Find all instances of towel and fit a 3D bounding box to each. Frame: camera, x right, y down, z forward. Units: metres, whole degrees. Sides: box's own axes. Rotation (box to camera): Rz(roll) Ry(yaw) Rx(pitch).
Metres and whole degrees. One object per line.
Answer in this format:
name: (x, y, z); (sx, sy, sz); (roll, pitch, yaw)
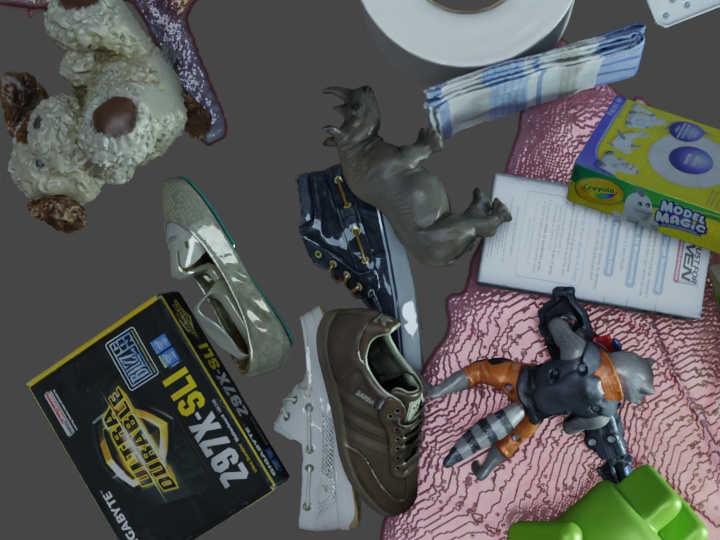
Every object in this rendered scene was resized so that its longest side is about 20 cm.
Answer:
towel: (0.150, -0.160, 1.557); (0.199, 0.147, 0.024); (-17, 81, 1)

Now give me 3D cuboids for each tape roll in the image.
tape roll: (0.094, -0.266, 1.571); (0.201, 0.139, 0.204); (0, 86, 4)

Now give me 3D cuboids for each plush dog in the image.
plush dog: (-0.242, -0.127, 1.602); (0.171, 0.160, 0.201); (-31, 57, 15)

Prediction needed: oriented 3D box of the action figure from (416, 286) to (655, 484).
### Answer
action figure: (0.171, 0.130, 1.548); (0.193, 0.105, 0.201); (-24, 103, 19)

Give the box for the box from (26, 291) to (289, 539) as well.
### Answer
box: (-0.180, 0.143, 1.590); (0.159, 0.049, 0.201); (-32, 85, 15)

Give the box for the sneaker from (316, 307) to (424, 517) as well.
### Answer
sneaker: (0.021, 0.127, 1.539); (0.075, 0.070, 0.201); (-2, 117, 37)

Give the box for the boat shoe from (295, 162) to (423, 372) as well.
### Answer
boat shoe: (0.000, 0.000, 1.599); (0.090, 0.071, 0.202); (-12, 79, 3)

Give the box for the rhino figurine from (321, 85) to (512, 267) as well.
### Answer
rhino figurine: (0.034, -0.087, 1.551); (0.087, 0.060, 0.200); (-42, 81, -5)

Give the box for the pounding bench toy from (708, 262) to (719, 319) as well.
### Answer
pounding bench toy: (0.408, 0.083, 1.536); (0.155, 0.124, 0.201); (-17, 116, 1)

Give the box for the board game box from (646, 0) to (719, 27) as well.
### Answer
board game box: (0.326, -0.345, 1.618); (0.199, 0.026, 0.201); (-21, 86, 2)

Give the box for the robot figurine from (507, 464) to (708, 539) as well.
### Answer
robot figurine: (0.203, 0.263, 1.541); (0.200, 0.116, 0.175); (-42, 117, 4)

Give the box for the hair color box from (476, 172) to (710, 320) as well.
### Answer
hair color box: (0.209, -0.020, 1.588); (0.199, 0.061, 0.100); (10, 87, 5)

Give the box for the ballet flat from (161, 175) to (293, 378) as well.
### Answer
ballet flat: (-0.133, 0.006, 1.599); (0.062, 0.067, 0.201); (-32, 84, -31)

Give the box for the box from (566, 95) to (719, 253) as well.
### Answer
box: (0.291, -0.075, 1.544); (0.199, 0.049, 0.117); (21, 44, 14)

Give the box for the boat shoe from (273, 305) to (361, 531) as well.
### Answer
boat shoe: (-0.044, 0.134, 1.589); (0.069, 0.071, 0.202); (-7, 88, 3)
